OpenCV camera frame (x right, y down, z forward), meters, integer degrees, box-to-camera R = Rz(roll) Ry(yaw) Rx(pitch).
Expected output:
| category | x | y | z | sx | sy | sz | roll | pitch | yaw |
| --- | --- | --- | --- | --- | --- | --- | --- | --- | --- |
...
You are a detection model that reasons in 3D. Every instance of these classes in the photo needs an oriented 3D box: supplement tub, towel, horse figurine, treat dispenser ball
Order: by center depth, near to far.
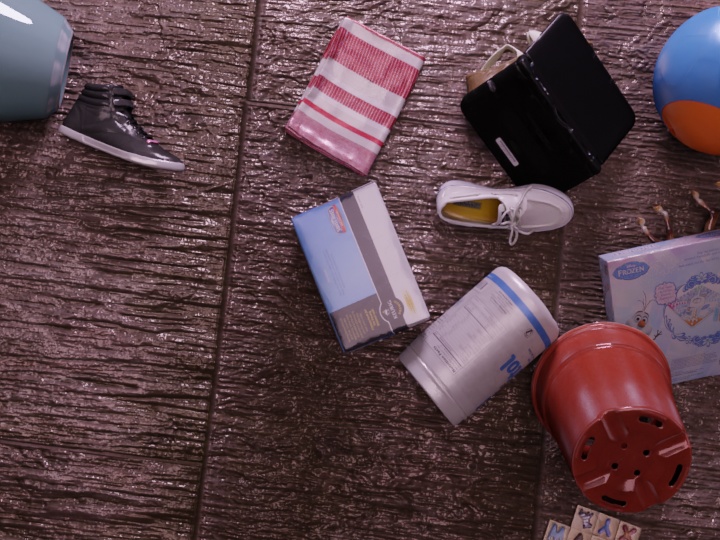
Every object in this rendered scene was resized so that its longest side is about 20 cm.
| category | x | y | z | sx | sy | sz | roll | pitch | yaw |
| --- | --- | --- | --- | --- | --- | --- | --- | --- | --- |
| treat dispenser ball | 0.507 | -0.262 | 1.206 | 0.197 | 0.201 | 0.205 | 0 | 87 | 1 |
| supplement tub | 0.166 | 0.105 | 1.226 | 0.200 | 0.132 | 0.132 | -41 | 87 | -1 |
| horse figurine | 0.486 | -0.045 | 1.266 | 0.198 | 0.050 | 0.134 | -24 | 95 | -5 |
| towel | -0.008 | -0.262 | 1.306 | 0.143 | 0.023 | 0.202 | 28 | 87 | 2 |

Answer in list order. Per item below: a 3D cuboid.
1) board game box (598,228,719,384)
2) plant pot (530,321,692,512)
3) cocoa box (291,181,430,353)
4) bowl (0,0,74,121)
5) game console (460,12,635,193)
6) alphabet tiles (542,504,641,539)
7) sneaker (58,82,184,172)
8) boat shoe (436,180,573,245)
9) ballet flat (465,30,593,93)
| category | x | y | z | sx | sy | sz | roll | pitch | yaw |
| --- | --- | --- | --- | --- | --- | --- | --- | --- | --- |
| board game box | 0.450 | 0.057 | 1.239 | 0.197 | 0.043 | 0.202 | -11 | 106 | 0 |
| plant pot | 0.335 | 0.200 | 1.153 | 0.197 | 0.196 | 0.204 | 1 | 110 | 4 |
| cocoa box | 0.000 | 0.000 | 1.233 | 0.130 | 0.133 | 0.203 | -22 | 86 | 0 |
| bowl | -0.472 | -0.300 | 1.248 | 0.103 | 0.200 | 0.204 | 11 | 87 | -18 |
| game console | 0.272 | -0.228 | 1.262 | 0.175 | 0.117 | 0.201 | -30 | 109 | 33 |
| alphabet tiles | 0.329 | 0.452 | 1.263 | 0.164 | 0.006 | 0.203 | 19 | 87 | 2 |
| sneaker | -0.340 | -0.214 | 1.284 | 0.197 | 0.071 | 0.101 | 21 | 92 | 6 |
| boat shoe | 0.206 | -0.082 | 1.247 | 0.198 | 0.086 | 0.076 | 9 | 121 | 3 |
| ballet flat | 0.242 | -0.308 | 1.289 | 0.198 | 0.068 | 0.073 | -28 | 70 | 4 |
